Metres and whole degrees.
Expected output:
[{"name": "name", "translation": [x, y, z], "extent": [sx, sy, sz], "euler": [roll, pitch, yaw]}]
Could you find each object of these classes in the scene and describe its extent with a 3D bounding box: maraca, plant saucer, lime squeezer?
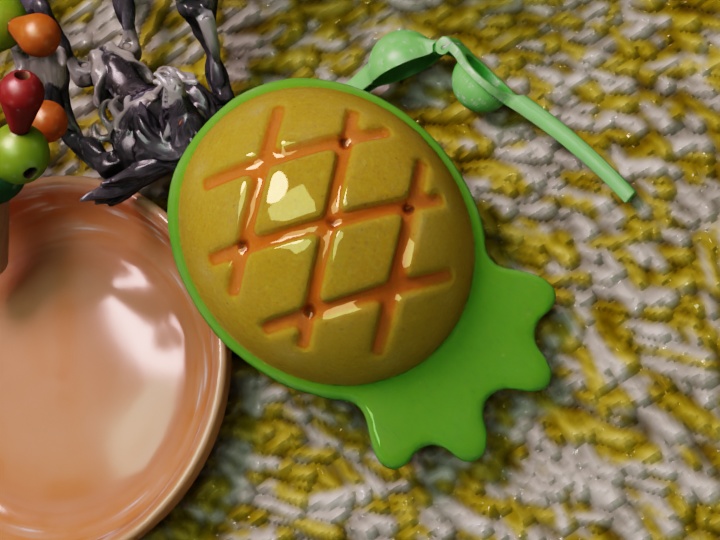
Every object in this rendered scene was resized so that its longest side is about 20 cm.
[{"name": "maraca", "translation": [0.000, 0.000, 0.758], "extent": [0.200, 0.107, 0.137], "euler": [44, 88, 2]}, {"name": "plant saucer", "translation": [-0.154, 0.053, 0.828], "extent": [0.198, 0.037, 0.202], "euler": [-5, 74, 17]}, {"name": "lime squeezer", "translation": [0.040, -0.081, 0.798], "extent": [0.198, 0.038, 0.071], "euler": [9, 79, 19]}]

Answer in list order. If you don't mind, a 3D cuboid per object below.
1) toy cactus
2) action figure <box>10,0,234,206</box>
[{"name": "toy cactus", "translation": [-0.200, -0.064, 0.770], "extent": [0.199, 0.166, 0.102], "euler": [27, 45, 35]}, {"name": "action figure", "translation": [-0.124, -0.111, 0.819], "extent": [0.118, 0.102, 0.200], "euler": [-36, 61, -15]}]
